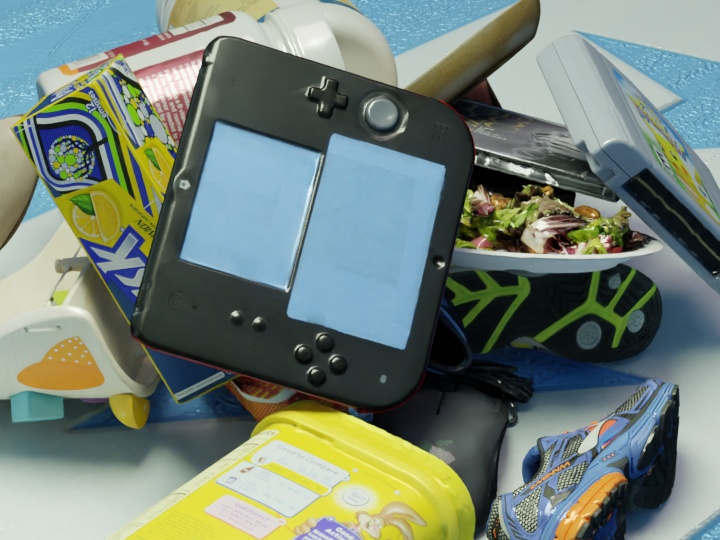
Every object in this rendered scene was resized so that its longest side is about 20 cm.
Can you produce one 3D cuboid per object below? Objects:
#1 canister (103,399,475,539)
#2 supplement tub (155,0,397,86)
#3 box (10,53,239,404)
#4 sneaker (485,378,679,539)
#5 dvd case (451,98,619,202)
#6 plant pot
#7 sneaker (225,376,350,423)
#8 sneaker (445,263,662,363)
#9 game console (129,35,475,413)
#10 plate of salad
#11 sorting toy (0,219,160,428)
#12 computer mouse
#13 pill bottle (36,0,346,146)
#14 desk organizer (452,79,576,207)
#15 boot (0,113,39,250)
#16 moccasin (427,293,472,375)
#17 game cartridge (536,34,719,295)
[{"bbox_3d":[-0.052,0.165,1.362,0.148,0.087,0.200,23,35,30],"label":"canister"},{"bbox_3d":[-0.071,-0.172,1.897,0.144,0.145,0.200,-8,32,-22],"label":"supplement tub"},{"bbox_3d":[-0.128,-0.024,1.482,0.064,0.201,0.070,-27,13,18],"label":"box"},{"bbox_3d":[0.141,0.119,1.488,0.078,0.076,0.200,15,29,24],"label":"sneaker"},{"bbox_3d":[0.124,-0.087,1.712,0.148,0.016,0.200,15,13,10],"label":"dvd case"},{"bbox_3d":[0.057,-0.130,1.756,0.028,0.200,0.200,51,39,0],"label":"plant pot"},{"bbox_3d":[-0.054,0.071,1.562,0.073,0.077,0.200,-34,20,1],"label":"sneaker"},{"bbox_3d":[0.114,0.017,1.649,0.199,0.076,0.076,6,12,-25],"label":"sneaker"},{"bbox_3d":[-0.030,-0.026,1.447,0.176,0.201,0.031,18,-18,-13],"label":"game console"},{"bbox_3d":[0.100,-0.033,1.596,0.199,0.048,0.200,4,8,0],"label":"plate of salad"},{"bbox_3d":[-0.220,0.042,1.555,0.179,0.107,0.200,-10,22,13],"label":"sorting toy"},{"bbox_3d":[0.043,0.096,1.531,0.138,0.053,0.200,6,29,1],"label":"computer mouse"},{"bbox_3d":[-0.113,-0.111,1.673,0.199,0.115,0.114,-19,34,-11],"label":"pill bottle"},{"bbox_3d":[0.106,-0.076,1.831,0.076,0.072,0.200,3,29,-7],"label":"desk organizer"},{"bbox_3d":[-0.291,-0.013,1.565,0.070,0.200,0.146,41,17,3],"label":"boot"},{"bbox_3d":[0.000,0.000,1.509,0.199,0.081,0.068,29,4,-31],"label":"moccasin"},{"bbox_3d":[0.196,-0.072,1.642,0.040,0.200,0.134,-38,42,14],"label":"game cartridge"}]
